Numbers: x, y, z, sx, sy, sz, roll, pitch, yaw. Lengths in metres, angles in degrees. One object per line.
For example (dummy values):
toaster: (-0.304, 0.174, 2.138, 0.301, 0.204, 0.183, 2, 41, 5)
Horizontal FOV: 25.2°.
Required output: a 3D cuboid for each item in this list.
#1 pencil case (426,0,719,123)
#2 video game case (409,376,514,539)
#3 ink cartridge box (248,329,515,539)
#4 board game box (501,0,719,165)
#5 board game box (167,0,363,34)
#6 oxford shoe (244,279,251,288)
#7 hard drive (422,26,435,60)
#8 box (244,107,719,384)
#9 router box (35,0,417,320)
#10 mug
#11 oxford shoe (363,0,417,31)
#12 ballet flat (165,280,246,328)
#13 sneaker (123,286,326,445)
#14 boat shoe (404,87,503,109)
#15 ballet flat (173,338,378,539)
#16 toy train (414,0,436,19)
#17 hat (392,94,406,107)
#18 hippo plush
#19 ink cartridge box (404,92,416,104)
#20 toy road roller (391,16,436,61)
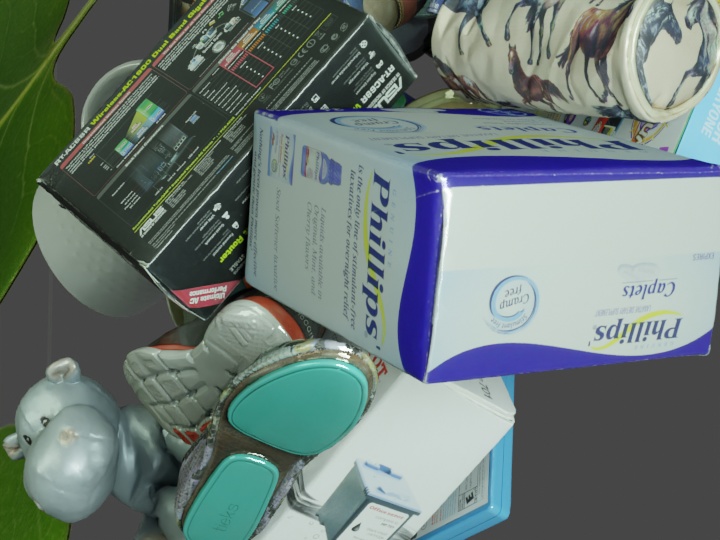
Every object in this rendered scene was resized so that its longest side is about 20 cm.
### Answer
pencil case: (0.121, -0.135, 0.928, 0.200, 0.077, 0.090, 17, 110, 56)
video game case: (0.023, 0.125, 1.019, 0.200, 0.018, 0.144, -35, 37, 40)
ink cartridge box: (-0.013, 0.105, 0.986, 0.200, 0.086, 0.147, -52, 27, 18)
board game box: (0.159, -0.102, 0.985, 0.200, 0.040, 0.154, 7, 70, 61)
board game box: (-0.065, -0.184, 1.098, 0.135, 0.035, 0.201, -14, 57, 19)
oxford shoe: (-0.065, -0.036, 1.202, 0.073, 0.071, 0.201, -72, -7, -66)
hard drive: (0.104, -0.196, 1.119, 0.140, 0.038, 0.200, -57, 11, 6)
box: (0.062, -0.023, 0.868, 0.200, 0.183, 0.105, 26, 116, 56)
router box: (-0.084, -0.086, 0.976, 0.200, 0.062, 0.150, -49, 43, -6)
mug: (-0.179, -0.085, 1.392, 0.175, 0.147, 0.201, -30, 74, 30)
oxford shoe: (-0.058, -0.219, 1.170, 0.199, 0.071, 0.075, 27, 54, 27)
ballet flat: (-0.116, -0.015, 1.146, 0.063, 0.201, 0.067, 5, 23, 28)
sneaker: (-0.074, 0.051, 1.004, 0.082, 0.077, 0.200, -42, 11, -36)
boat shoe: (0.037, -0.056, 1.123, 0.200, 0.073, 0.063, -46, 38, 50)
ballet flat: (-0.049, 0.079, 0.877, 0.200, 0.072, 0.072, -53, 24, 44)
toy train: (0.050, -0.282, 1.222, 0.200, 0.114, 0.085, -55, -5, -14)
hat: (0.000, 0.000, 1.078, 0.166, 0.176, 0.200, -43, 16, -23)
hippo plush: (-0.165, 0.120, 1.183, 0.159, 0.160, 0.200, -48, 29, 21)
ink cartridge box: (-0.044, -0.073, 1.242, 0.200, 0.094, 0.044, -42, 32, 33)
toy road roller: (-0.049, -0.186, 1.304, 0.200, 0.146, 0.123, -55, 27, 9)
